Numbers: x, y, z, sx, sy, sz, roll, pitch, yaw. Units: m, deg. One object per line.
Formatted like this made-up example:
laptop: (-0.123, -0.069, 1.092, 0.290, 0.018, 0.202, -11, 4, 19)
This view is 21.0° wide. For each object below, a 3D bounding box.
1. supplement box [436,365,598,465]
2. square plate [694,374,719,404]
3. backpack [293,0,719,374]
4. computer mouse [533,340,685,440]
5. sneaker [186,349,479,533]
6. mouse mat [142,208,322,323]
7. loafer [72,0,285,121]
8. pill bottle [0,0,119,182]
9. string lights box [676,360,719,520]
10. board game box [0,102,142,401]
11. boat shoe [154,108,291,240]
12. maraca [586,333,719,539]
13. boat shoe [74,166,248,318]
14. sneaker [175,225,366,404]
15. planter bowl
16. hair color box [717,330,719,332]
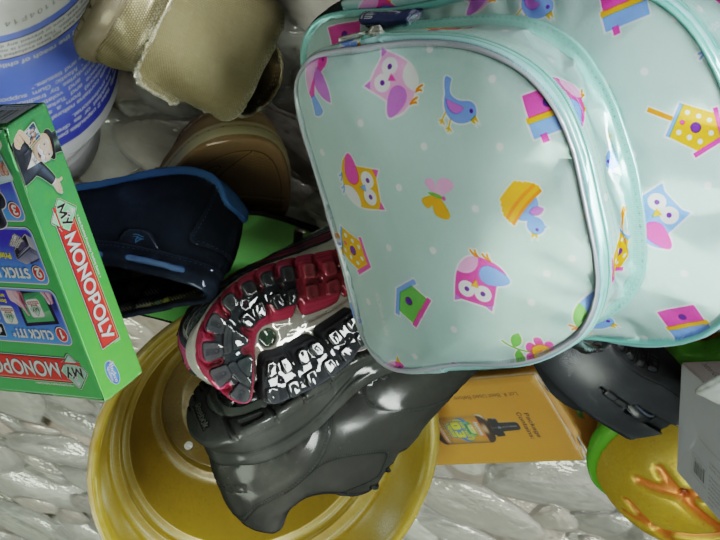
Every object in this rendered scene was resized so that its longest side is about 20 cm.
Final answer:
supplement box: (0.052, 0.069, 1.130, 0.199, 0.069, 0.067, -5, 128, 44)
square plate: (0.273, 0.016, 0.813, 0.197, 0.029, 0.200, -8, 164, -29)
backpack: (0.081, -0.048, 0.799, 0.199, 0.153, 0.177, -8, 104, 30)
computer mouse: (0.155, 0.084, 0.952, 0.200, 0.034, 0.059, 41, 120, -15)
sneaker: (0.003, 0.066, 1.019, 0.076, 0.199, 0.091, 38, 147, 53)
mouse mat: (-0.048, 0.009, 1.069, 0.160, 0.008, 0.199, -20, 155, 38)
loafer: (-0.070, -0.108, 0.844, 0.067, 0.077, 0.200, 26, -175, 5)
pill bottle: (-0.171, -0.115, 0.913, 0.111, 0.113, 0.200, 17, 152, 6)
string lights box: (0.257, 0.080, 0.897, 0.198, 0.059, 0.103, -2, -165, -9)
board game box: (-0.200, -0.009, 0.912, 0.199, 0.029, 0.135, 2, 120, 39)
boat shoe: (-0.079, -0.047, 1.015, 0.071, 0.065, 0.200, 3, 159, -12)
maraca: (0.193, 0.080, 1.020, 0.136, 0.108, 0.200, -1, 148, -13)
boat shoe: (-0.150, 0.000, 0.954, 0.199, 0.069, 0.084, -18, 141, 35)
sneaker: (0.000, 0.000, 0.966, 0.075, 0.199, 0.081, 12, 120, 67)
planter bowl: (-0.062, 0.090, 1.094, 0.200, 0.201, 0.083, 35, -174, -26)
hair color box: (0.166, -0.022, 0.905, 0.199, 0.062, 0.101, -9, 141, 45)
